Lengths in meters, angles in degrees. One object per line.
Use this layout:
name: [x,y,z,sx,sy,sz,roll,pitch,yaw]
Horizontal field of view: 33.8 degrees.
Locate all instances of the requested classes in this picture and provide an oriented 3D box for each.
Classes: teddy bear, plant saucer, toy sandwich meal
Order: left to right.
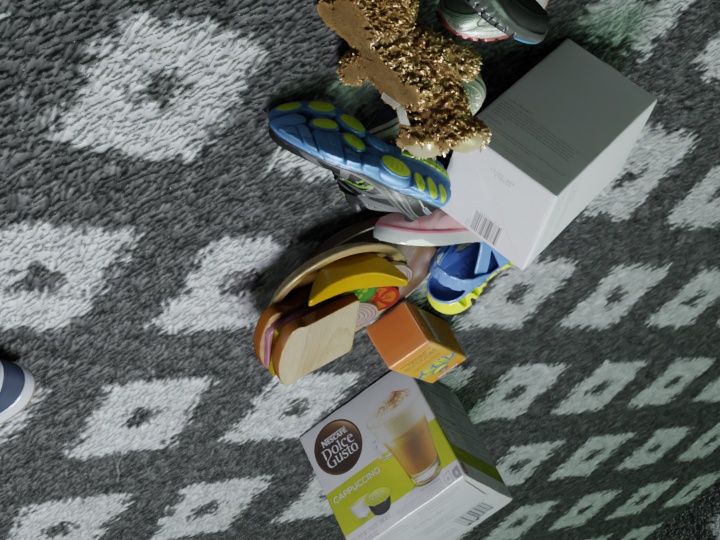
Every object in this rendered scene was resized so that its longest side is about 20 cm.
toy sandwich meal: [-0.026,0.049,1.342,0.204,0.071,0.206,-23,150,-14]
plant saucer: [0.000,0.000,1.395,0.199,0.032,0.201,-23,151,-14]
teddy bear: [0.045,-0.182,1.061,0.067,0.200,0.145,-49,-166,-27]

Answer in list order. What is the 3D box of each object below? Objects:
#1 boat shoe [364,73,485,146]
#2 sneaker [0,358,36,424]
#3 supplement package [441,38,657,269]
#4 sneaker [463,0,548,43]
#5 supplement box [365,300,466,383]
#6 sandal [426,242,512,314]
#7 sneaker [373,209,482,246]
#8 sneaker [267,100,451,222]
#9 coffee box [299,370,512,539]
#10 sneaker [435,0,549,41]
boat shoe: [0.051,-0.150,1.174,0.074,0.063,0.200,23,141,-27]
sneaker: [-0.432,0.150,1.184,0.199,0.070,0.109,-38,156,-1]
supplement package: [0.192,-0.122,1.225,0.200,0.121,0.120,-41,160,-33]
sneaker: [0.099,-0.266,0.978,0.199,0.073,0.082,36,101,-30]
supplement box: [0.077,0.096,1.550,0.066,0.069,0.200,-36,162,11]
sandal: [0.151,-0.033,1.405,0.200,0.079,0.087,-49,157,2]
sneaker: [0.103,-0.082,1.311,0.198,0.075,0.106,-4,100,-27]
sneaker: [-0.006,-0.097,1.144,0.198,0.071,0.083,24,137,-26]
coffee box: [0.067,0.287,1.727,0.199,0.199,0.200,-36,149,12]
sneaker: [0.149,-0.283,1.068,0.199,0.078,0.082,-36,143,-6]
